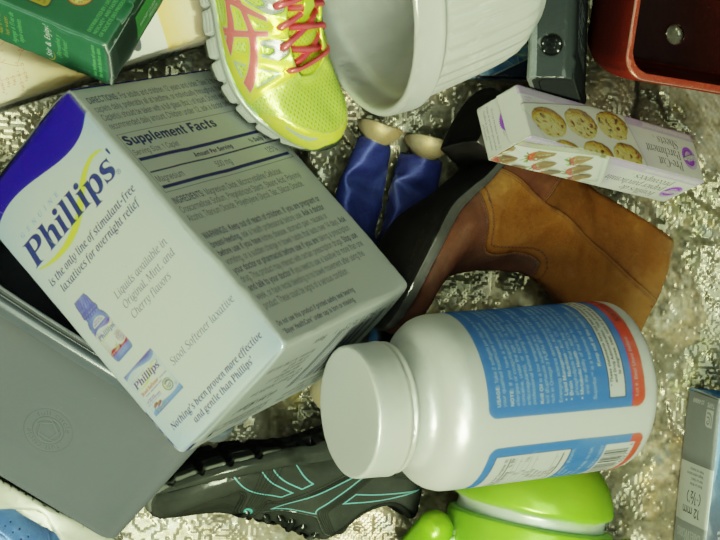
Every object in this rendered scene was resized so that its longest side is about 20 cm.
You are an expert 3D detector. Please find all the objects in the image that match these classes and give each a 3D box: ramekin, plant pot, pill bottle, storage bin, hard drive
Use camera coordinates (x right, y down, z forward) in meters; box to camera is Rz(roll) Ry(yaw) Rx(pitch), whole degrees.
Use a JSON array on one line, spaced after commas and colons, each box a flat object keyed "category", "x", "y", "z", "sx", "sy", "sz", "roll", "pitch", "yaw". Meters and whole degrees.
[{"category": "ramekin", "x": 0.034, "y": -0.206, "z": 1.085, "sx": 0.104, "sy": 0.200, "sz": 0.202, "roll": -18, "pitch": 96, "yaw": -19}, {"category": "plant pot", "x": 0.255, "y": -0.210, "z": 1.186, "sx": 0.198, "sy": 0.176, "sz": 0.202, "roll": 8, "pitch": 91, "yaw": -12}, {"category": "pill bottle", "x": 0.080, "y": 0.080, "z": 1.111, "sx": 0.198, "sy": 0.112, "sz": 0.114, "roll": -3, "pitch": 93, "yaw": -28}, {"category": "storage bin", "x": -0.186, "y": 0.067, "z": 1.129, "sx": 0.199, "sy": 0.146, "sz": 0.135, "roll": 34, "pitch": 112, "yaw": -12}, {"category": "hard drive", "x": 0.135, "y": -0.215, "z": 1.167, "sx": 0.033, "sy": 0.140, "sz": 0.202, "roll": 2, "pitch": 85, "yaw": 11}]

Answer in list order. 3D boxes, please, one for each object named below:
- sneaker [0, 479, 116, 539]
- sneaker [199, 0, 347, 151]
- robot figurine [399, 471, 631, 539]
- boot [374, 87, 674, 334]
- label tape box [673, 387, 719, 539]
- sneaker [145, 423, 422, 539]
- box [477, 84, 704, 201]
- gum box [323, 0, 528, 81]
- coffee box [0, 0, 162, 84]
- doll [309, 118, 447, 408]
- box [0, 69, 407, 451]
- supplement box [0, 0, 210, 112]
[{"category": "sneaker", "x": -0.260, "y": 0.191, "z": 1.128, "sx": 0.199, "sy": 0.077, "sz": 0.112, "roll": 30, "pitch": 68, "yaw": -19}, {"category": "sneaker", "x": -0.053, "y": -0.169, "z": 1.095, "sx": 0.078, "sy": 0.090, "sz": 0.201, "roll": -37, "pitch": 107, "yaw": -41}, {"category": "robot figurine", "x": 0.111, "y": 0.207, "z": 1.201, "sx": 0.174, "sy": 0.116, "sz": 0.202, "roll": 10, "pitch": 90, "yaw": -19}, {"category": "boot", "x": 0.113, "y": 0.005, "z": 1.204, "sx": 0.200, "sy": 0.068, "sz": 0.189, "roll": 39, "pitch": 64, "yaw": -27}, {"category": "label tape box", "x": 0.305, "y": 0.193, "z": 1.273, "sx": 0.142, "sy": 0.066, "sz": 0.202, "roll": 6, "pitch": 94, "yaw": -13}, {"category": "sneaker", "x": -0.048, "y": 0.149, "z": 1.184, "sx": 0.198, "sy": 0.075, "sz": 0.080, "roll": -11, "pitch": 97, "yaw": -12}, {"category": "box", "x": 0.160, "y": -0.084, "z": 1.185, "sx": 0.199, "sy": 0.039, "sz": 0.042, "roll": 10, "pitch": 62, "yaw": -44}, {"category": "gum box", "x": 0.039, "y": -0.234, "z": 1.203, "sx": 0.168, "sy": 0.045, "sz": 0.202, "roll": 0, "pitch": 92, "yaw": -13}, {"category": "coffee box", "x": -0.211, "y": -0.203, "z": 1.052, "sx": 0.198, "sy": 0.044, "sz": 0.124, "roll": 22, "pitch": 62, "yaw": 9}, {"category": "doll", "x": 0.000, "y": 0.000, "z": 1.200, "sx": 0.135, "sy": 0.048, "sz": 0.202, "roll": 13, "pitch": 89, "yaw": -25}, {"category": "box", "x": -0.099, "y": -0.014, "z": 1.076, "sx": 0.200, "sy": 0.184, "sz": 0.105, "roll": 49, "pitch": 115, "yaw": 9}, {"category": "supplement box", "x": -0.198, "y": -0.183, "z": 1.135, "sx": 0.198, "sy": 0.073, "sz": 0.127, "roll": -20, "pitch": 96, "yaw": -12}]
